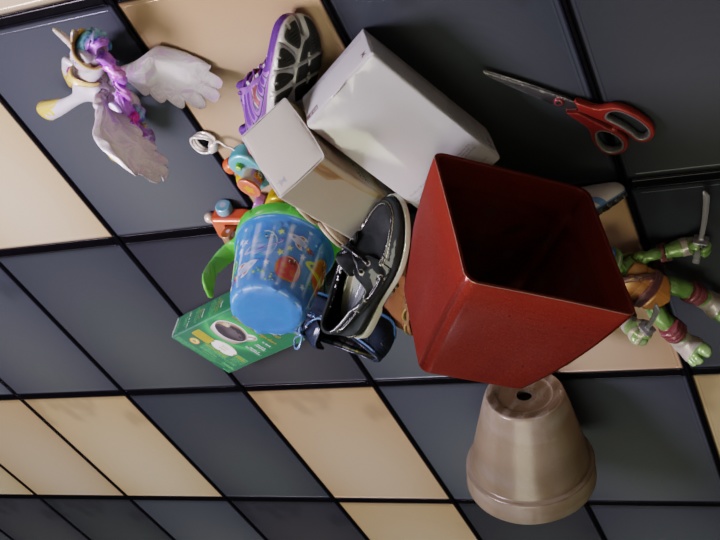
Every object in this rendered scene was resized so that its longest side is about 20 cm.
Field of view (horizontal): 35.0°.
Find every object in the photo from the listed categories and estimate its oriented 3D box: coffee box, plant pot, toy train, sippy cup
[{"bbox_3d":[-0.185,0.089,1.758,0.123,0.044,0.200,35,140,-26],"label":"coffee box"},{"bbox_3d":[0.149,0.017,1.260,0.199,0.200,0.176,12,132,-20],"label":"plant pot"},{"bbox_3d":[-0.156,-0.092,1.495,0.150,0.056,0.200,4,143,14],"label":"toy train"},{"bbox_3d":[0.250,0.249,1.712,0.200,0.200,0.174,2,126,18],"label":"plant pot"},{"bbox_3d":[-0.106,0.006,1.444,0.140,0.130,0.178,34,135,-21],"label":"sippy cup"}]

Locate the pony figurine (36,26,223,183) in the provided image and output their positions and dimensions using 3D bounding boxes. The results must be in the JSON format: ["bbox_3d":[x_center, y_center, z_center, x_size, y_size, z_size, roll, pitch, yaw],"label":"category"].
[{"bbox_3d":[-0.286,-0.198,1.343,0.193,0.167,0.200,33,157,-11],"label":"pony figurine"}]

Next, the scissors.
[{"bbox_3d":[0.234,-0.188,1.261,0.200,0.014,0.073,30,144,-17],"label":"scissors"}]

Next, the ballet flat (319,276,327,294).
[{"bbox_3d":[-0.076,-0.004,1.565,0.062,0.068,0.200,-12,145,-11],"label":"ballet flat"}]

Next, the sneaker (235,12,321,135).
[{"bbox_3d":[-0.106,-0.211,1.302,0.083,0.081,0.200,38,137,17],"label":"sneaker"}]

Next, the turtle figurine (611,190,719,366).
[{"bbox_3d":[0.387,0.035,1.392,0.194,0.144,0.200,32,145,-28],"label":"turtle figurine"}]

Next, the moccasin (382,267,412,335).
[{"bbox_3d":[0.080,0.025,1.495,0.078,0.074,0.201,47,146,16],"label":"moccasin"}]

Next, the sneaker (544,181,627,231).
[{"bbox_3d":[0.219,-0.078,1.373,0.200,0.072,0.073,-15,91,21],"label":"sneaker"}]

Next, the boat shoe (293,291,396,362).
[{"bbox_3d":[-0.053,0.073,1.558,0.200,0.069,0.084,11,150,21],"label":"boat shoe"}]

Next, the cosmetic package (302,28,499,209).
[{"bbox_3d":[0.045,-0.160,1.277,0.200,0.081,0.113,37,111,-24],"label":"cosmetic package"}]

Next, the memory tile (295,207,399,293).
[{"bbox_3d":[-0.029,-0.064,1.420,0.017,0.153,0.200,-41,124,12],"label":"memory tile"}]

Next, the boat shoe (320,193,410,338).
[{"bbox_3d":[-0.001,-0.001,1.328,0.066,0.075,0.200,-4,135,-32],"label":"boat shoe"}]

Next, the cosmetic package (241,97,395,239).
[{"bbox_3d":[-0.038,-0.109,1.318,0.071,0.105,0.200,-41,151,13],"label":"cosmetic package"}]
